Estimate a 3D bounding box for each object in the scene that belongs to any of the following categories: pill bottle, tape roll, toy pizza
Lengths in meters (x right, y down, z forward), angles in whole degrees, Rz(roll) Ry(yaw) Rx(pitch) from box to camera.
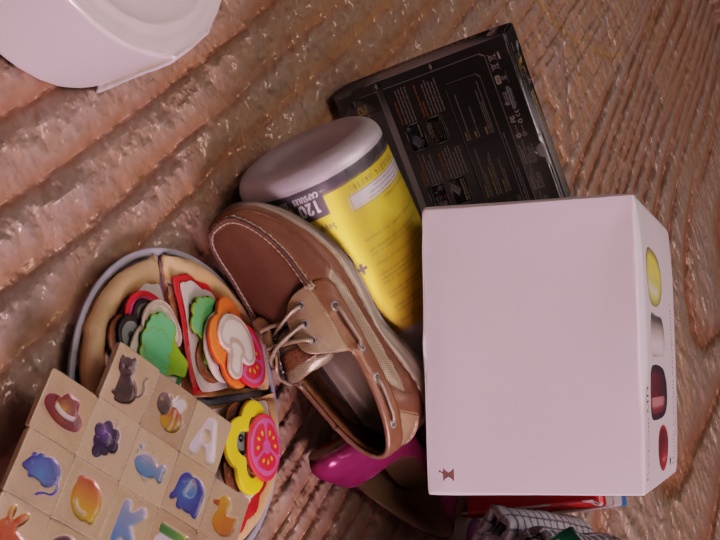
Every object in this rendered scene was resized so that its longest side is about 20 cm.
[{"bbox_3d":[0.000,0.000,0.855,0.202,0.111,0.112,64,31,-19],"label":"pill bottle"},{"bbox_3d":[-0.166,-0.214,0.696,0.202,0.070,0.206,35,48,-51],"label":"tape roll"},{"bbox_3d":[-0.101,0.083,0.722,0.200,0.031,0.203,33,51,-51],"label":"toy pizza"}]

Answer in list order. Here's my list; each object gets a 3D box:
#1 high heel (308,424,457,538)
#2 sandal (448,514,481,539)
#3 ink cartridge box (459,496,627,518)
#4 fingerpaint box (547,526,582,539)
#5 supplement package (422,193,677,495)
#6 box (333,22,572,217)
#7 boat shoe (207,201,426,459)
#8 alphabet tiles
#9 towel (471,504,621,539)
[{"bbox_3d":[0.027,0.162,0.872,0.199,0.067,0.097,4,63,-63],"label":"high heel"},{"bbox_3d":[0.132,0.300,1.022,0.204,0.049,0.083,61,32,-23],"label":"sandal"},{"bbox_3d":[0.159,0.177,1.021,0.200,0.114,0.068,30,52,-67],"label":"ink cartridge box"},{"bbox_3d":[0.099,0.299,0.782,0.169,0.198,0.073,63,0,-6],"label":"fingerpaint box"},{"bbox_3d":[0.142,0.056,0.841,0.200,0.145,0.195,11,77,-69],"label":"supplement package"},{"bbox_3d":[0.086,-0.085,0.994,0.202,0.156,0.048,67,23,-14],"label":"box"},{"bbox_3d":[-0.029,0.040,0.776,0.200,0.076,0.072,47,36,-6],"label":"boat shoe"},{"bbox_3d":[-0.131,0.151,0.627,0.166,0.006,0.202,43,53,-40],"label":"alphabet tiles"},{"bbox_3d":[0.126,0.288,0.900,0.165,0.085,0.203,20,91,-55],"label":"towel"}]
